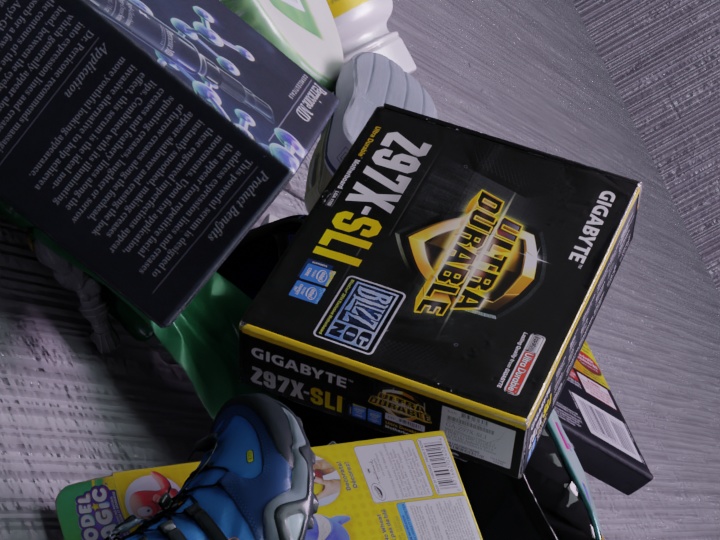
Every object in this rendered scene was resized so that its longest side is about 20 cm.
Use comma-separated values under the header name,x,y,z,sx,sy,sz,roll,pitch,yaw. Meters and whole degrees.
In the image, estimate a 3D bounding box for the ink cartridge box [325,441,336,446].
name,x,y,z,sx,sy,sz,roll,pitch,yaw
ink cartridge box,0.013,0.191,1.097,0.200,0.099,0.039,48,-23,5

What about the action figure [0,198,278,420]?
name,x,y,z,sx,sy,sz,roll,pitch,yaw
action figure,-0.120,0.007,1.157,0.200,0.055,0.118,43,24,-30

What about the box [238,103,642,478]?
name,x,y,z,sx,sy,sz,roll,pitch,yaw
box,0.045,0.005,1.189,0.049,0.160,0.200,93,21,-44

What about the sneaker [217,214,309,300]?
name,x,y,z,sx,sy,sz,roll,pitch,yaw
sneaker,0.000,0.000,1.270,0.078,0.200,0.070,58,21,-65

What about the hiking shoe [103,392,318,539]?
name,x,y,z,sx,sy,sz,roll,pitch,yaw
hiking shoe,-0.078,0.125,0.944,0.087,0.074,0.200,32,48,-20

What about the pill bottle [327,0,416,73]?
name,x,y,z,sx,sy,sz,roll,pitch,yaw
pill bottle,-0.046,-0.214,1.653,0.200,0.114,0.114,60,16,-1

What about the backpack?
name,x,y,z,sx,sy,sz,roll,pitch,yaw
backpack,0.034,0.121,1.227,0.153,0.176,0.200,63,5,-72

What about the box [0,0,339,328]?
name,x,y,z,sx,sy,sz,roll,pitch,yaw
box,-0.127,-0.091,1.100,0.200,0.107,0.148,39,19,-6

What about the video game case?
name,x,y,z,sx,sy,sz,roll,pitch,yaw
video game case,0.104,0.045,1.467,0.200,0.025,0.181,31,29,-48

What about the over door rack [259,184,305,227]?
name,x,y,z,sx,sy,sz,roll,pitch,yaw
over door rack,-0.003,0.018,1.420,0.200,0.067,0.148,42,20,-19

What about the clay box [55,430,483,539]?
name,x,y,z,sx,sy,sz,roll,pitch,yaw
clay box,-0.039,0.144,1.035,0.048,0.200,0.115,116,-39,-51

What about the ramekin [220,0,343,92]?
name,x,y,z,sx,sy,sz,roll,pitch,yaw
ramekin,-0.095,-0.176,1.464,0.200,0.098,0.200,54,18,-26

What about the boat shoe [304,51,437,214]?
name,x,y,z,sx,sy,sz,roll,pitch,yaw
boat shoe,-0.001,-0.086,1.423,0.072,0.062,0.200,40,22,-6
